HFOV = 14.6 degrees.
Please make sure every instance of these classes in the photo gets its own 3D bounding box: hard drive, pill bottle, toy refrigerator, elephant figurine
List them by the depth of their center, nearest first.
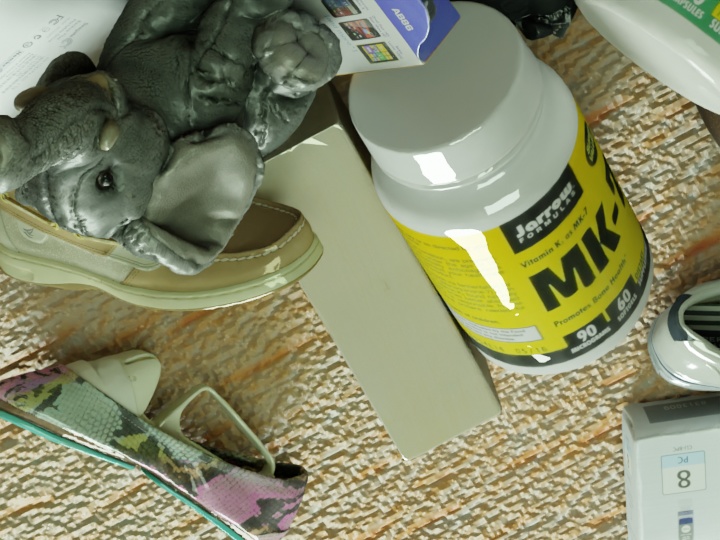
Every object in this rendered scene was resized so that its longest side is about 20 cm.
[{"bbox_3d":[-0.114,-0.065,1.355,0.155,0.141,0.200,49,64,-23],"label":"elephant figurine"},{"bbox_3d":[-0.209,-0.118,1.394,0.132,0.025,0.200,-37,153,28],"label":"hard drive"},{"bbox_3d":[0.206,-0.188,1.412,0.113,0.113,0.200,37,87,-22],"label":"pill bottle"},{"bbox_3d":[0.073,-0.042,1.464,0.114,0.115,0.200,-28,139,6],"label":"pill bottle"},{"bbox_3d":[0.000,0.000,1.531,0.070,0.076,0.201,-28,117,6],"label":"toy refrigerator"}]

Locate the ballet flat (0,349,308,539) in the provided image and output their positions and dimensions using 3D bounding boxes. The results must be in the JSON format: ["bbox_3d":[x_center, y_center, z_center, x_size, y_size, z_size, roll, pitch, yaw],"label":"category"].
[{"bbox_3d":[-0.114,0.089,1.571,0.199,0.069,0.071,31,90,-24],"label":"ballet flat"}]

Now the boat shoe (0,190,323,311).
[{"bbox_3d":[-0.114,-0.027,1.461,0.199,0.074,0.067,3,124,28],"label":"boat shoe"}]

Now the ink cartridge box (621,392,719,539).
[{"bbox_3d":[0.240,0.164,1.659,0.159,0.047,0.201,-8,114,-5],"label":"ink cartridge box"}]

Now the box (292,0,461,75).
[{"bbox_3d":[-0.038,-0.151,1.396,0.119,0.199,0.042,51,60,-25],"label":"box"}]

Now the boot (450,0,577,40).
[{"bbox_3d":[0.047,-0.195,1.445,0.162,0.074,0.199,-21,124,5],"label":"boot"}]

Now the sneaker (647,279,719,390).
[{"bbox_3d":[0.263,0.038,1.576,0.199,0.071,0.074,-5,76,-5],"label":"sneaker"}]

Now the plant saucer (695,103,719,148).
[{"bbox_3d":[0.267,-0.127,1.469,0.199,0.032,0.202,-1,84,10],"label":"plant saucer"}]
